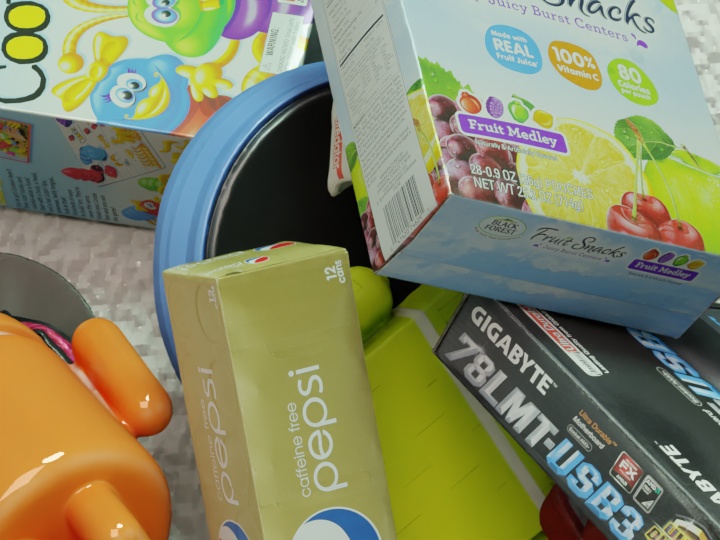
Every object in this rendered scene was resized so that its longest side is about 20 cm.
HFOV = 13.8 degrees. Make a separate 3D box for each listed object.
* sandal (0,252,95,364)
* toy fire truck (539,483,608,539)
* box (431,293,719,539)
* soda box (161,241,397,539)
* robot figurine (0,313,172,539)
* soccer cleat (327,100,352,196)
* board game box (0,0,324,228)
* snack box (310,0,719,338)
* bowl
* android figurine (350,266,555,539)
[{"bbox_3d":[-0.151,0.072,1.435,0.075,0.045,0.200,-17,63,-5],"label":"sandal"},{"bbox_3d":[0.175,0.169,1.353,0.168,0.112,0.200,-12,58,-34],"label":"toy fire truck"},{"bbox_3d":[0.160,0.083,1.311,0.200,0.198,0.050,46,115,37],"label":"box"},{"bbox_3d":[-0.029,0.091,1.290,0.064,0.068,0.200,-14,98,-24],"label":"soda box"},{"bbox_3d":[-0.163,0.094,1.334,0.117,0.144,0.200,6,27,-43],"label":"robot figurine"},{"bbox_3d":[0.069,-0.027,1.374,0.200,0.069,0.085,30,54,-21],"label":"soccer cleat"},{"bbox_3d":[-0.124,-0.091,1.485,0.200,0.105,0.103,9,63,6],"label":"board game box"},{"bbox_3d":[0.070,-0.080,1.317,0.169,0.068,0.200,11,48,-33],"label":"snack box"},{"bbox_3d":[0.000,0.000,1.405,0.200,0.039,0.201,0,89,-28],"label":"bowl"},{"bbox_3d":[0.031,0.083,1.375,0.200,0.041,0.182,-41,107,-19],"label":"android figurine"}]
